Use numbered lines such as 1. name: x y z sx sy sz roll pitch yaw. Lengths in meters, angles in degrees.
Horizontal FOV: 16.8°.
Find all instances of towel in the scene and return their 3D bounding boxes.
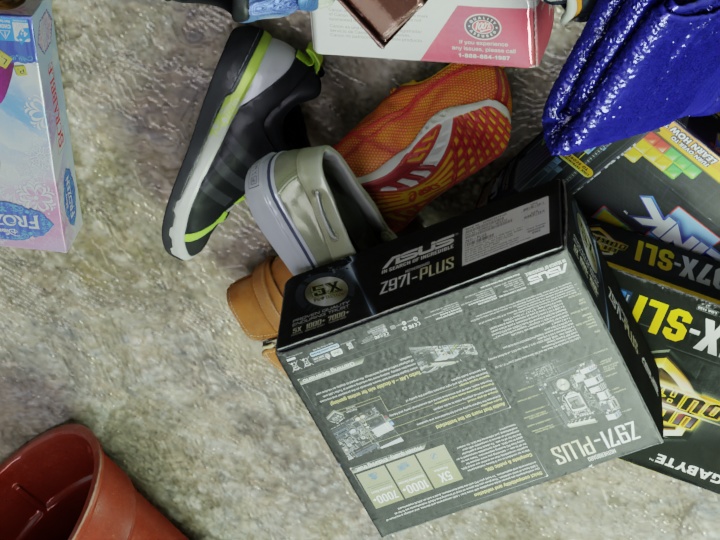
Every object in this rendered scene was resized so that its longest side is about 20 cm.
1. towel: 0.208 -0.137 1.452 0.050 0.200 0.148 49 135 27

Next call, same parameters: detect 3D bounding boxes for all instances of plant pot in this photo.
1. plant pot: -0.201 0.256 1.878 0.201 0.201 0.195 -30 122 32

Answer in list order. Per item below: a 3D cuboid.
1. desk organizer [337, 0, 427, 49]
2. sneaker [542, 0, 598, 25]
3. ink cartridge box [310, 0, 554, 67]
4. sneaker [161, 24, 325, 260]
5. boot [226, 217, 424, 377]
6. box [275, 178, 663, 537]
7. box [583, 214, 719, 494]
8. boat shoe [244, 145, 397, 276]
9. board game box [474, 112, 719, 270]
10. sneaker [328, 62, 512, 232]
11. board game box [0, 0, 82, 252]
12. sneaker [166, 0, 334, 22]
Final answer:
1. desk organizer: 0.044 -0.203 1.324 0.072 0.200 0.077 47 122 -6
2. sneaker: 0.140 -0.189 1.435 0.079 0.200 0.078 -39 70 19
3. ink cartridge box: 0.043 -0.232 1.488 0.146 0.083 0.200 6 127 12
4. sneaker: -0.076 -0.075 1.652 0.083 0.072 0.200 20 130 -4
5. boot: 0.011 0.052 1.728 0.155 0.074 0.200 -27 103 30
6. box: 0.071 0.057 1.549 0.200 0.086 0.164 -21 119 16
7. box: 0.200 0.060 1.623 0.200 0.049 0.160 20 129 1
8. boat shoe: 0.000 0.000 1.598 0.062 0.072 0.200 -15 128 36
9. board game box: 0.202 -0.031 1.616 0.200 0.057 0.165 36 127 -13
10. sneaker: 0.025 -0.079 1.620 0.200 0.077 0.073 -27 132 31
11. board game box: -0.305 -0.111 1.709 0.200 0.041 0.200 5 128 12
12. sneaker: -0.101 -0.216 1.496 0.200 0.089 0.079 43 145 38
